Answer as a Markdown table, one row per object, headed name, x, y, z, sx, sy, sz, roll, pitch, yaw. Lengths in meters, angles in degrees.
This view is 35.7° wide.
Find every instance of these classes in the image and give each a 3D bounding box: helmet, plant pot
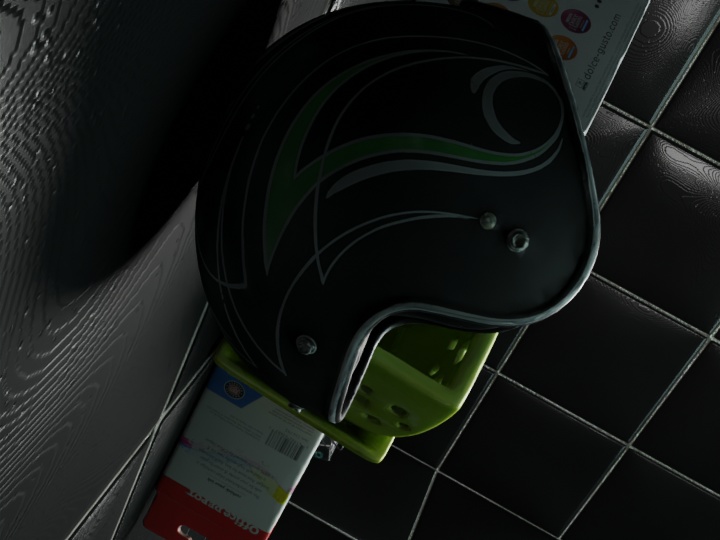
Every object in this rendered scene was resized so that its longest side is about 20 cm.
| name | x | y | z | sx | sy | sz | roll | pitch | yaw |
| --- | --- | --- | --- | --- | --- | --- | --- | --- | --- |
| helmet | 0.011 | -0.031 | 0.561 | 0.200 | 0.189 | 0.201 | -10 | 90 | -87 |
| plant pot | 0.001 | 0.030 | 0.946 | 0.199 | 0.199 | 0.182 | -60 | -178 | -38 |

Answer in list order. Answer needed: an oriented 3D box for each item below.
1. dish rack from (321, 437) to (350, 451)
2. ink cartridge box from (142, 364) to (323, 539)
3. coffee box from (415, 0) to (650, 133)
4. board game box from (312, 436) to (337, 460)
| name | x | y | z | sx | sy | sz | roll | pitch | yaw |
| --- | --- | --- | --- | --- | --- | --- | --- | --- | --- |
| dish rack | -0.026 | 0.146 | 1.286 | 0.154 | 0.199 | 0.055 | -63 | -145 | 23 |
| ink cartridge box | -0.111 | 0.176 | 1.053 | 0.201 | 0.116 | 0.067 | -62 | 177 | 18 |
| coffee box | 0.135 | -0.185 | 1.114 | 0.200 | 0.197 | 0.200 | -59 | 174 | -32 |
| board game box | -0.075 | 0.187 | 1.574 | 0.200 | 0.134 | 0.028 | -56 | 153 | -58 |
